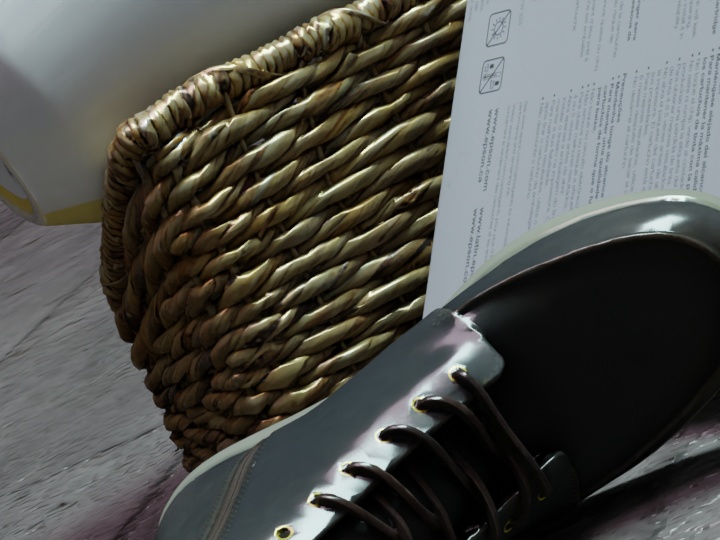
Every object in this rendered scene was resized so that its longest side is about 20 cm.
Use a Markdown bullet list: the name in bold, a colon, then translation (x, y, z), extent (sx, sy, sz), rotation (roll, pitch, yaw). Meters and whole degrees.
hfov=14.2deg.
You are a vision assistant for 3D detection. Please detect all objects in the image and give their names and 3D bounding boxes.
- **basket**: translation (0.001, -0.025, 1.059), extent (0.199, 0.150, 0.143), rotation (-30, 9, -21)
- **ink cartridge box**: translation (0.096, -0.059, 0.909), extent (0.043, 0.198, 0.200), rotation (16, -14, -30)
- **sneaker**: translation (0.028, 0.057, 0.780), extent (0.199, 0.075, 0.106), rotation (-35, 11, 12)
- **mug**: translation (-0.075, -0.083, 1.042), extent (0.153, 0.187, 0.149), rotation (-43, 12, -13)
